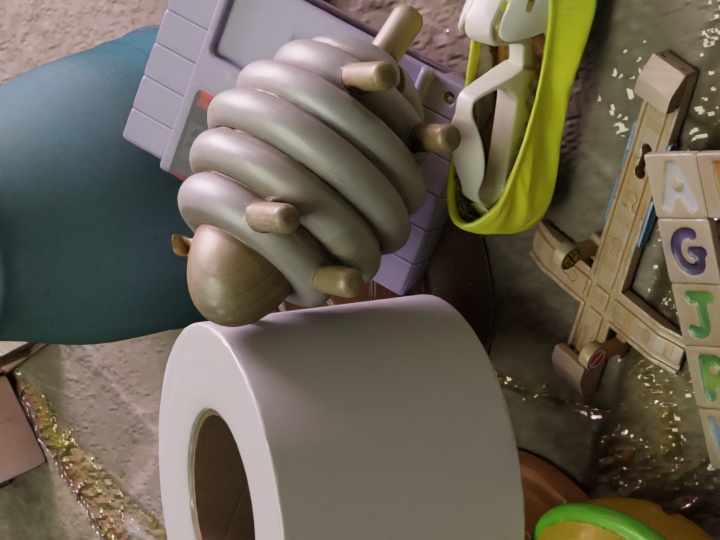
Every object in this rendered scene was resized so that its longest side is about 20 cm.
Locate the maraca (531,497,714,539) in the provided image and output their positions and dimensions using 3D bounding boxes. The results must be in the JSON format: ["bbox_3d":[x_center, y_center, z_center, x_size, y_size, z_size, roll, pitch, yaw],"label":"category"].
[{"bbox_3d":[0.154,0.201,1.115,0.137,0.107,0.201,5,127,53],"label":"maraca"}]

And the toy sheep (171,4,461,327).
[{"bbox_3d":[-0.022,-0.055,1.123,0.137,0.200,0.138,35,164,12],"label":"toy sheep"}]

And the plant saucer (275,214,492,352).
[{"bbox_3d":[0.000,0.000,1.287,0.199,0.032,0.202,24,123,44],"label":"plant saucer"}]

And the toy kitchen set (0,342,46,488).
[{"bbox_3d":[-0.343,0.082,1.629,0.163,0.180,0.201,-31,83,51],"label":"toy kitchen set"}]

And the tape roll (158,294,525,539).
[{"bbox_3d":[-0.015,0.120,1.173,0.202,0.138,0.205,173,90,-67],"label":"tape roll"}]

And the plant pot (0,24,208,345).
[{"bbox_3d":[-0.189,-0.041,1.380,0.199,0.187,0.202,23,121,45],"label":"plant pot"}]

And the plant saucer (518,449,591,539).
[{"bbox_3d":[0.088,0.202,1.250,0.199,0.037,0.202,24,123,44],"label":"plant saucer"}]

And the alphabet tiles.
[{"bbox_3d":[0.225,0.023,1.014,0.199,0.008,0.169,1,110,49],"label":"alphabet tiles"}]

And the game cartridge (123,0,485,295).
[{"bbox_3d":[-0.033,-0.085,1.218,0.199,0.038,0.131,29,107,18],"label":"game cartridge"}]

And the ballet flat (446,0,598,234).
[{"bbox_3d":[0.078,-0.108,1.109,0.067,0.067,0.202,30,124,40],"label":"ballet flat"}]

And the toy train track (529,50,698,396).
[{"bbox_3d":[0.128,-0.018,1.114,0.115,0.032,0.201,41,132,35],"label":"toy train track"}]
